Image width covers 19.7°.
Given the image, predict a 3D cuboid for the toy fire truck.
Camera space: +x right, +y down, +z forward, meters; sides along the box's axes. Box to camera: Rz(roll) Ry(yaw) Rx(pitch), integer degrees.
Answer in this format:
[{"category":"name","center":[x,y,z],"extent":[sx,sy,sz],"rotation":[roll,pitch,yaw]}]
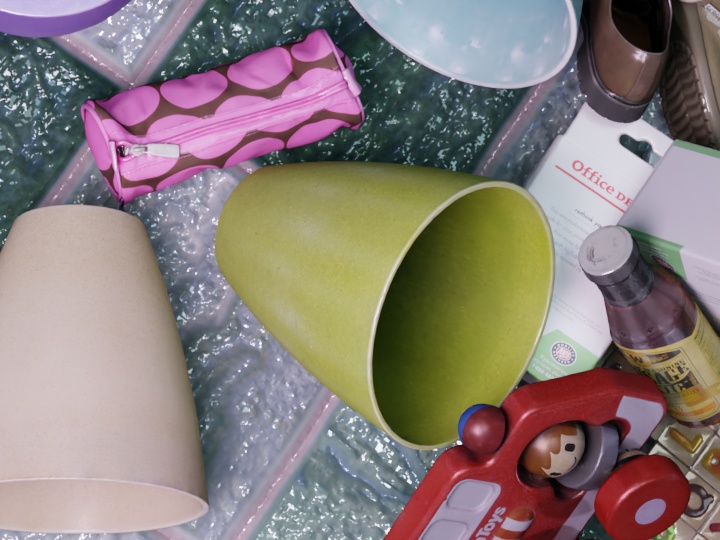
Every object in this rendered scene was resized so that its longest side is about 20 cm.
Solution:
[{"category":"toy fire truck","center":[0.117,0.150,1.425],"extent":[0.167,0.112,0.201],"rotation":[11,123,-37]}]

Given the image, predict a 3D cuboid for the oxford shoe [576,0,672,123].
[{"category":"oxford shoe","center":[0.193,-0.210,1.511],"extent":[0.072,0.085,0.201],"rotation":[5,53,-21]}]

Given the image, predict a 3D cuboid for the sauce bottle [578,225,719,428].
[{"category":"sauce bottle","center":[0.207,0.039,1.454],"extent":[0.066,0.066,0.200],"rotation":[-51,134,-9]}]

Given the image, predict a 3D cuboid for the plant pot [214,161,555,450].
[{"category":"plant pot","center":[0.000,0.000,1.430],"extent":[0.186,0.199,0.188],"rotation":[-24,125,-40]}]

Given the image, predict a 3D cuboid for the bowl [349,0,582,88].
[{"category":"bowl","center":[0.085,-0.236,1.482],"extent":[0.200,0.201,0.105],"rotation":[37,62,-6]}]

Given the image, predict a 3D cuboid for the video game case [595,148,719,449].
[{"category":"video game case","center":[0.272,0.031,1.571],"extent":[0.181,0.023,0.201],"rotation":[18,84,-9]}]

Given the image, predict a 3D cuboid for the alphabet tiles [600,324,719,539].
[{"category":"alphabet tiles","center":[0.252,0.111,1.548],"extent":[0.167,0.008,0.200],"rotation":[39,81,-6]}]

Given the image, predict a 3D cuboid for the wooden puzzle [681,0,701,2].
[{"category":"wooden puzzle","center":[0.272,-0.312,1.549],"extent":[0.184,0.037,0.201],"rotation":[-21,82,-27]}]

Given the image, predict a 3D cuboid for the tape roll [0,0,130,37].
[{"category":"tape roll","center":[-0.228,-0.271,1.464],"extent":[0.198,0.085,0.202],"rotation":[1,87,-11]}]

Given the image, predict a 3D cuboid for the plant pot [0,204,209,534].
[{"category":"plant pot","center":[-0.194,0.064,1.417],"extent":[0.186,0.187,0.202],"rotation":[3,72,-10]}]

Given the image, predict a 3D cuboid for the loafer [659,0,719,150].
[{"category":"loafer","center":[0.260,-0.169,1.551],"extent":[0.067,0.076,0.202],"rotation":[-11,85,-17]}]

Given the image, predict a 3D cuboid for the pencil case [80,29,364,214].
[{"category":"pencil case","center":[-0.094,-0.109,1.475],"extent":[0.199,0.094,0.091],"rotation":[-21,90,-12]}]

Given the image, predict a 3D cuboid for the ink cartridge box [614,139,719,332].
[{"category":"ink cartridge box","center":[0.297,0.008,1.450],"extent":[0.200,0.145,0.088],"rotation":[42,79,-33]}]

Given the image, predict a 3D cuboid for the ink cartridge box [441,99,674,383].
[{"category":"ink cartridge box","center":[0.158,-0.017,1.517],"extent":[0.117,0.067,0.201],"rotation":[34,85,3]}]
